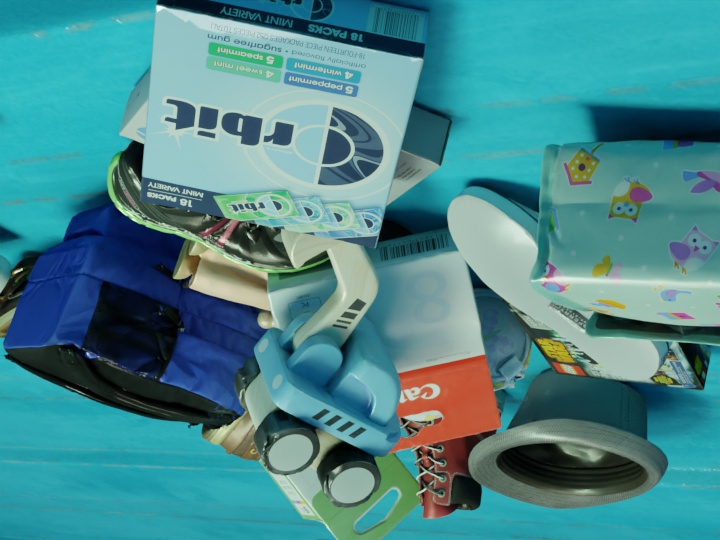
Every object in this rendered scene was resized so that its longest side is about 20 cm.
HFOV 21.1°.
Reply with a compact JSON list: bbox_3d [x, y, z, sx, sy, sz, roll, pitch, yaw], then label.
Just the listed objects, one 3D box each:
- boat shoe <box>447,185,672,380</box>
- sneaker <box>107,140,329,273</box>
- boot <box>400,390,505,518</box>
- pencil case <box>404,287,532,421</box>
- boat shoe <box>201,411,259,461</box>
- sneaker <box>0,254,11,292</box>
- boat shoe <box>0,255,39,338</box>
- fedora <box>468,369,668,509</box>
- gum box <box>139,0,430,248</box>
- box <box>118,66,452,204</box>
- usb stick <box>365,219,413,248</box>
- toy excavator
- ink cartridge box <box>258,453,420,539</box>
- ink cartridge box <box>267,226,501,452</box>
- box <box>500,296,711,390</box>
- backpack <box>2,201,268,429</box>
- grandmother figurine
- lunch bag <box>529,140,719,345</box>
[{"bbox_3d":[0.156,-0.002,1.456,0.199,0.066,0.072,35,137,3],"label":"boat shoe"},{"bbox_3d":[-0.099,-0.053,1.493,0.199,0.077,0.084,13,159,-6],"label":"sneaker"},{"bbox_3d":[0.058,0.155,1.853,0.072,0.145,0.200,-6,152,45],"label":"boot"},{"bbox_3d":[0.080,0.078,1.711,0.091,0.083,0.200,40,157,-7],"label":"pencil case"},{"bbox_3d":[-0.065,0.101,1.789,0.067,0.072,0.200,36,117,-15],"label":"boat shoe"},{"bbox_3d":[-0.433,-0.020,1.829,0.146,0.081,0.199,37,155,-31],"label":"sneaker"},{"bbox_3d":[-0.317,0.021,1.853,0.072,0.073,0.200,-6,175,-15],"label":"boat shoe"},{"bbox_3d":[0.200,0.152,1.823,0.176,0.091,0.200,19,154,-18],"label":"fedora"},{"bbox_3d":[-0.054,-0.104,1.268,0.169,0.045,0.201,11,143,-2],"label":"gum box"},{"bbox_3d":[-0.056,-0.102,1.377,0.199,0.041,0.156,21,159,-17],"label":"box"},{"bbox_3d":[0.000,0.000,1.634,0.055,0.033,0.200,10,161,-9],"label":"usb stick"},{"bbox_3d":[-0.021,0.054,1.473,0.194,0.200,0.100,30,-161,-32],"label":"toy excavator"},{"bbox_3d":[-0.037,0.176,1.894,0.200,0.104,0.059,52,161,-8],"label":"ink cartridge box"},{"bbox_3d":[0.023,0.073,1.563,0.159,0.047,0.201,-13,118,3],"label":"ink cartridge box"},{"bbox_3d":[0.203,0.042,1.593,0.136,0.040,0.200,6,159,24],"label":"box"},{"bbox_3d":[-0.174,0.042,1.655,0.199,0.169,0.162,27,170,-23],"label":"backpack"},{"bbox_3d":[-0.052,0.020,1.587,0.199,0.061,0.121,23,152,-12],"label":"grandmother figurine"},{"bbox_3d":[0.224,-0.012,1.314,0.169,0.123,0.200,2,167,24],"label":"lunch bag"}]
